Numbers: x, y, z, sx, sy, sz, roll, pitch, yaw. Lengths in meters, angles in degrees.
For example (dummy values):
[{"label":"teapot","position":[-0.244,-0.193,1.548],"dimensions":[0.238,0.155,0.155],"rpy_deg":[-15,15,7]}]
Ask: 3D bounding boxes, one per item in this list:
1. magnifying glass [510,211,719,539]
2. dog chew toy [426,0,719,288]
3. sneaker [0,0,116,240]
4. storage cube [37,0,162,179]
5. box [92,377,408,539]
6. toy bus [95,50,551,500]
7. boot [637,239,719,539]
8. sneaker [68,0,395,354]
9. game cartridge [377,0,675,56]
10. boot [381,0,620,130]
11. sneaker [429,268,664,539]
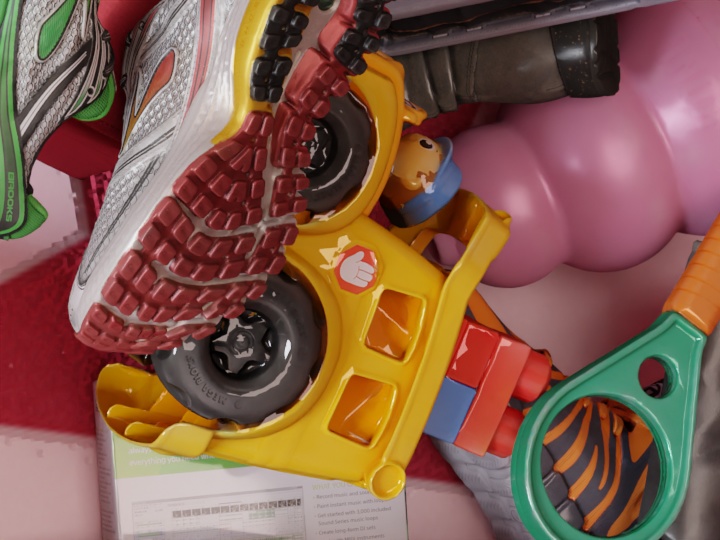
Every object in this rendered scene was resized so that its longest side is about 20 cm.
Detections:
[{"label":"magnifying glass","position":[0.135,0.041,1.294],"dimensions":[0.080,0.022,0.200],"rpy_deg":[37,69,-12]},{"label":"dog chew toy","position":[0.120,-0.057,1.372],"dimensions":[0.200,0.125,0.125],"rpy_deg":[-25,99,-11]},{"label":"sneaker","position":[-0.129,-0.107,1.127],"dimensions":[0.085,0.078,0.201],"rpy_deg":[21,94,-26]},{"label":"storage cube","position":[-0.137,-0.157,1.244],"dimensions":[0.179,0.171,0.200],"rpy_deg":[28,81,-19]},{"label":"box","position":[-0.047,0.144,1.350],"dimensions":[0.144,0.036,0.201],"rpy_deg":[-3,92,-20]},{"label":"toy bus","position":[0.000,0.000,1.269],"dimensions":[0.191,0.136,0.201],"rpy_deg":[19,94,-18]},{"label":"boot","position":[0.144,0.086,1.334],"dimensions":[0.182,0.072,0.201],"rpy_deg":[11,97,-43]},{"label":"sneaker","position":[-0.060,-0.058,1.154],"dimensions":[0.078,0.082,0.200],"rpy_deg":[23,98,-48]},{"label":"game cartridge","position":[0.066,-0.168,1.310],"dimensions":[0.042,0.199,0.134],"rpy_deg":[56,33,-47]},{"label":"boot","position":[0.051,-0.150,1.360],"dimensions":[0.130,0.068,0.200],"rpy_deg":[-9,50,15]},{"label":"sneaker","position":[0.098,0.067,1.391],"dimensions":[0.112,0.078,0.200],"rpy_deg":[-36,112,-22]}]
